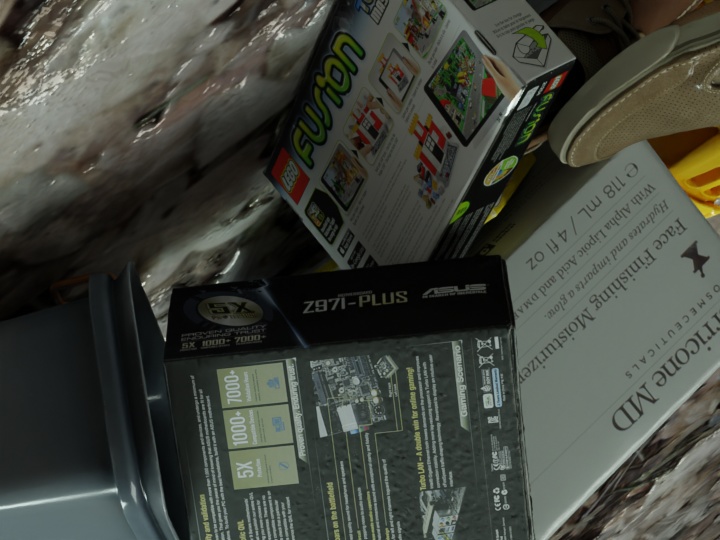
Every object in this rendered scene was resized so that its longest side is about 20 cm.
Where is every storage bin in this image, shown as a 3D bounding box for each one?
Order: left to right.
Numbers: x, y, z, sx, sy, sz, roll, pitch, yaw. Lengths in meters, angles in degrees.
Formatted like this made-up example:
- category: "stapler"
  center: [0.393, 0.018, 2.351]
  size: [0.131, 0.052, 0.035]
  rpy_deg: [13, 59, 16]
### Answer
- category: "storage bin"
  center: [-0.156, 0.081, 1.288]
  size: [0.134, 0.146, 0.200]
  rpy_deg: [-10, 160, -1]

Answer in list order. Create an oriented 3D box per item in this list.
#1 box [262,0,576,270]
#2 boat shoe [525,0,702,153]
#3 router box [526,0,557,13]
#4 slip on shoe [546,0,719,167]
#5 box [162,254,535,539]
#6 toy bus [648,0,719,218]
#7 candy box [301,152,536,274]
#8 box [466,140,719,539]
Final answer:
- category: "box"
  center: [0.023, -0.072, 1.279]
  size: [0.035, 0.110, 0.200]
  rpy_deg: [-27, 159, -33]
- category: "boat shoe"
  center: [0.113, -0.114, 1.374]
  size: [0.200, 0.076, 0.072]
  rpy_deg: [-38, -154, -6]
- category: "router box"
  center: [0.127, -0.210, 1.241]
  size: [0.200, 0.052, 0.157]
  rpy_deg: [-35, 161, -15]
- category: "slip on shoe"
  center: [0.183, -0.098, 1.312]
  size: [0.200, 0.061, 0.076]
  rpy_deg: [-32, 168, 16]
- category: "box"
  center: [0.000, 0.106, 1.284]
  size: [0.163, 0.200, 0.086]
  rpy_deg: [-7, -157, 2]
- category: "toy bus"
  center: [0.178, -0.100, 1.520]
  size: [0.192, 0.136, 0.200]
  rpy_deg: [-28, 163, 17]
- category: "candy box"
  center: [0.000, 0.000, 1.429]
  size: [0.200, 0.026, 0.102]
  rpy_deg: [-35, -175, 24]
- category: "box"
  center: [0.082, 0.034, 1.454]
  size: [0.199, 0.131, 0.200]
  rpy_deg: [-44, -166, -12]
